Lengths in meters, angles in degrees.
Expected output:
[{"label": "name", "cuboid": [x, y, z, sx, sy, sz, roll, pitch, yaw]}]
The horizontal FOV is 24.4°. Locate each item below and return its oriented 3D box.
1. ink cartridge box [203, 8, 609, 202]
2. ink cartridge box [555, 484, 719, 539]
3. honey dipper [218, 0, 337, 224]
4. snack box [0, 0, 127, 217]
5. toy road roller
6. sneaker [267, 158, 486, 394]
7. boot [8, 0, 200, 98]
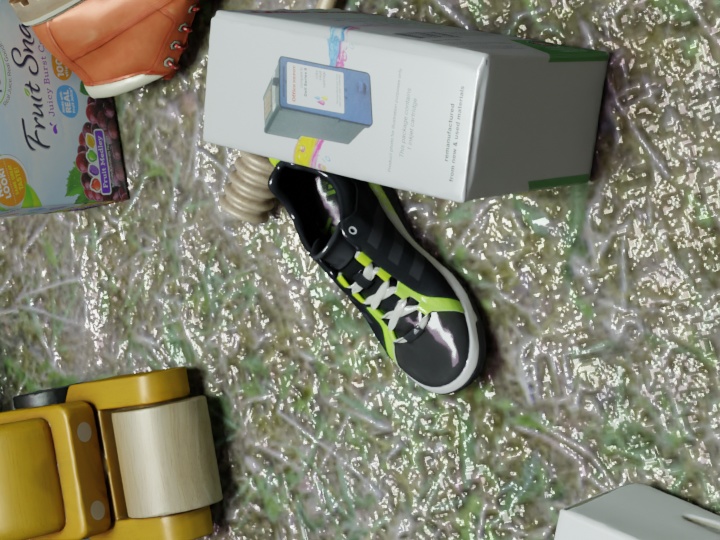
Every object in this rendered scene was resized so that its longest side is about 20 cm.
[{"label": "ink cartridge box", "cuboid": [0.025, -0.105, 1.004, 0.200, 0.145, 0.088, 17, 107, 34]}, {"label": "ink cartridge box", "cuboid": [0.176, 0.244, 0.960, 0.145, 0.087, 0.201, 20, 106, 34]}, {"label": "honey dipper", "cuboid": [-0.046, -0.127, 1.125, 0.038, 0.038, 0.200, 34, 113, 29]}, {"label": "snack box", "cuboid": [-0.248, -0.142, 1.209, 0.053, 0.142, 0.201, -10, 90, 37]}, {"label": "toy road roller", "cuboid": [-0.213, 0.147, 1.214, 0.200, 0.146, 0.123, -10, 89, 37]}, {"label": "sneaker", "cuboid": [0.000, 0.000, 1.075, 0.072, 0.083, 0.200, -47, 68, 32]}, {"label": "boot", "cuboid": [-0.135, -0.193, 1.169, 0.200, 0.075, 0.107, -21, 120, 20]}]
